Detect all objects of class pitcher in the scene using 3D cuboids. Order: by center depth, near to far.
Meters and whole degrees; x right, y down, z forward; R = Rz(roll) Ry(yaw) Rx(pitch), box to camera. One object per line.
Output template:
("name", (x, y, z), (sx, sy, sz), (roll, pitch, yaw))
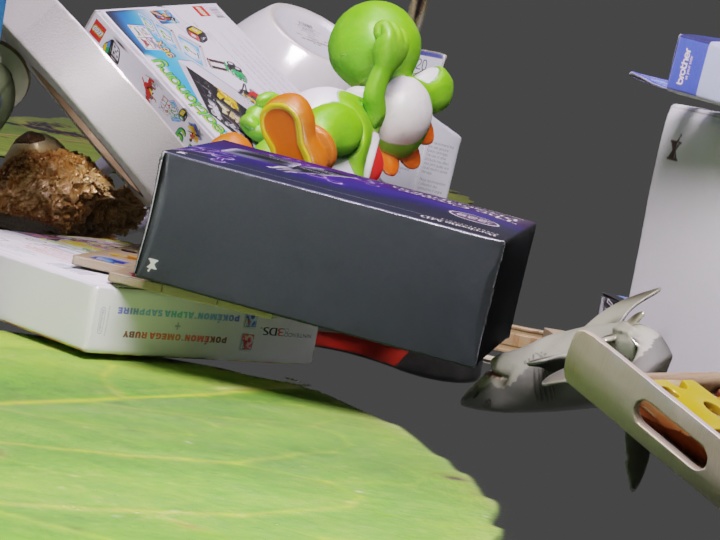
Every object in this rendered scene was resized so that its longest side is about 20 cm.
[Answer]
("pitcher", (-0.098, -0.094, 1.817), (0.171, 0.200, 0.121), (13, 30, -38))

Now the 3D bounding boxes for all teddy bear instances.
("teddy bear", (-0.217, -0.045, 1.717), (0.144, 0.067, 0.200), (6, -14, 14))

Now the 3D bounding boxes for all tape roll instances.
("tape roll", (-0.157, -0.098, 1.583), (0.203, 0.037, 0.203), (49, -5, 6))

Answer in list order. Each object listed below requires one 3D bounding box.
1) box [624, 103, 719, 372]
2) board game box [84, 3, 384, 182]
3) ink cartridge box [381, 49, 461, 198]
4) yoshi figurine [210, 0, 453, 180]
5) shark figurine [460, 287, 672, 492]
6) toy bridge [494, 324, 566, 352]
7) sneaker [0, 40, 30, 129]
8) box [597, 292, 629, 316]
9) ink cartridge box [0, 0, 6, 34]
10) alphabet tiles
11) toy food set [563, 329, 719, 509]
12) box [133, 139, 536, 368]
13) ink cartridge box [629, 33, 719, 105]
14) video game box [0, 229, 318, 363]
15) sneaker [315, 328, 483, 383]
("box", (0.266, 0.017, 1.499), (0.130, 0.201, 0.199), (9, 6, -28))
("board game box", (-0.083, -0.102, 1.685), (0.200, 0.035, 0.126), (48, 31, 22))
("ink cartridge box", (-0.008, -0.071, 1.872), (0.043, 0.201, 0.196), (14, 3, -39))
("yoshi figurine", (-0.016, -0.113, 1.609), (0.112, 0.112, 0.200), (25, 32, 25))
("shark figurine", (0.149, 0.071, 1.419), (0.128, 0.090, 0.214), (-26, 7, -13))
("toy bridge", (0.051, 0.040, 1.762), (0.199, 0.027, 0.067), (10, 4, -9))
("sneaker", (-0.292, -0.063, 1.561), (0.067, 0.200, 0.090), (47, 23, -14))
("box", (0.273, 0.065, 1.801), (0.157, 0.050, 0.200), (9, 5, -16))
("ink cartridge box", (-0.292, -0.078, 1.431), (0.144, 0.201, 0.084), (11, 8, 2))
("alphabet tiles", (-0.074, 0.008, 1.513), (0.166, 0.008, 0.200), (13, 7, 11))
("toy food set", (0.208, 0.075, 1.283), (0.143, 0.061, 0.200), (40, 20, 31))
("box", (-0.011, -0.013, 1.442), (0.199, 0.079, 0.141), (15, 10, 9))
("ink cartridge box", (0.264, -0.100, 1.446), (0.119, 0.042, 0.200), (5, 9, -41))
("video game box", (-0.156, 0.013, 1.552), (0.182, 0.047, 0.200), (2, 10, -44))
("sneaker", (0.001, 0.000, 1.648), (0.201, 0.109, 0.067), (14, 7, 34))
